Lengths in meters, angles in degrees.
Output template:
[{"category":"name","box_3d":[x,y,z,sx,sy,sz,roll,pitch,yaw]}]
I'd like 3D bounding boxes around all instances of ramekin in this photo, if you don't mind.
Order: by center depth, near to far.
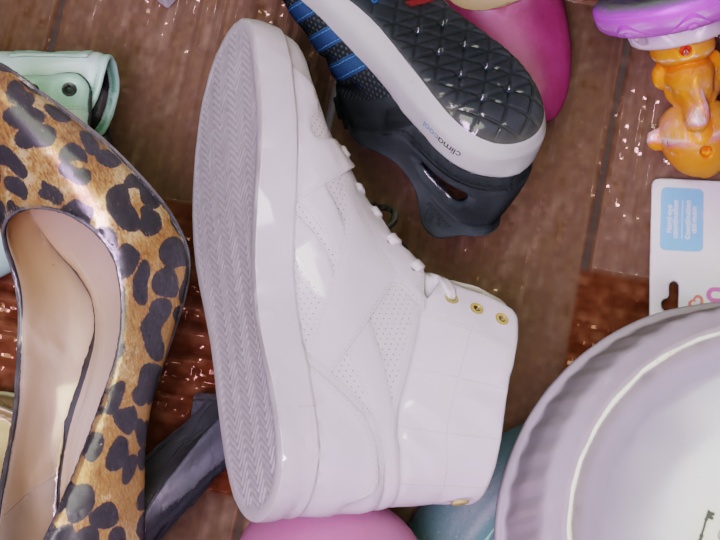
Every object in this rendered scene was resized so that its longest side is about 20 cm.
[{"category":"ramekin","box_3d":[0.151,0.104,0.756,0.201,0.094,0.204,0,78,1]}]

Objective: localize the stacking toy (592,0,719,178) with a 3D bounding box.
[{"category":"stacking toy","box_3d":[0.132,-0.136,0.860,0.115,0.110,0.201,-15,107,-2]}]

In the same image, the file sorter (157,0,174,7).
[{"category":"file sorter","box_3d":[-0.076,-0.251,0.885,0.124,0.139,0.200,37,78,14]}]

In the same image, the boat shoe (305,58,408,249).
[{"category":"boat shoe","box_3d":[-0.012,-0.001,0.850,0.066,0.070,0.201,-5,75,-8]}]

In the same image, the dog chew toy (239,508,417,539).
[{"category":"dog chew toy","box_3d":[-0.023,0.179,0.772,0.124,0.125,0.201,9,71,4]}]

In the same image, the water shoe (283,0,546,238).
[{"category":"water shoe","box_3d":[0.001,-0.095,0.869,0.071,0.079,0.200,-13,51,-31]}]

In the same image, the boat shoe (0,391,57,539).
[{"category":"boat shoe","box_3d":[-0.146,0.145,0.812,0.073,0.063,0.202,-1,74,1]}]

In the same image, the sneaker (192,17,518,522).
[{"category":"sneaker","box_3d":[0.000,0.000,0.794,0.115,0.074,0.201,2,70,-26]}]

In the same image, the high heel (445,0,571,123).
[{"category":"high heel","box_3d":[0.044,-0.163,0.877,0.067,0.096,0.201,-22,75,-5]}]

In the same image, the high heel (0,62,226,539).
[{"category":"high heel","box_3d":[-0.127,0.031,0.779,0.143,0.071,0.201,-44,114,-41]}]

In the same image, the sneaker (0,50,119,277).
[{"category":"sneaker","box_3d":[-0.168,-0.096,0.873,0.117,0.074,0.202,-19,84,3]}]

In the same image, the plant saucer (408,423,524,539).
[{"category":"plant saucer","box_3d":[0.105,0.153,0.814,0.198,0.036,0.202,0,78,2]}]

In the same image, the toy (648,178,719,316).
[{"category":"toy","box_3d":[0.223,0.015,0.848,0.198,0.047,0.116,3,74,2]}]
